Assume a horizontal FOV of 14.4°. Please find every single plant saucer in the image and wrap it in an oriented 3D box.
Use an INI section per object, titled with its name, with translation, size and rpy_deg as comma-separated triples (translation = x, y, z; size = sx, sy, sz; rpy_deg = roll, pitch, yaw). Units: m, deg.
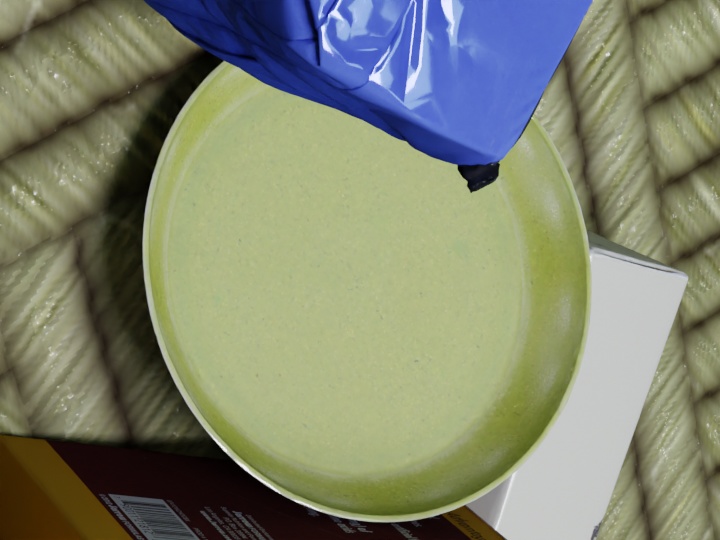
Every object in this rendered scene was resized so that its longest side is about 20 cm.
[plant saucer]
translation = 0.000, 0.000, 1.125
size = 0.199, 0.031, 0.201
rpy_deg = 5, 79, -26

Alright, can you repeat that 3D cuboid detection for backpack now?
[backpack]
translation = -0.014, -0.151, 0.987
size = 0.168, 0.200, 0.163
rpy_deg = 35, 86, -33

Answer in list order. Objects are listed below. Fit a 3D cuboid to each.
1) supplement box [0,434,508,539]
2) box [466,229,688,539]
[supplement box]
translation = -0.031, 0.164, 1.070
size = 0.199, 0.197, 0.134
rpy_deg = 8, 102, -26
[box]
translation = 0.063, 0.078, 1.222
size = 0.068, 0.082, 0.201
rpy_deg = 14, 99, -41
